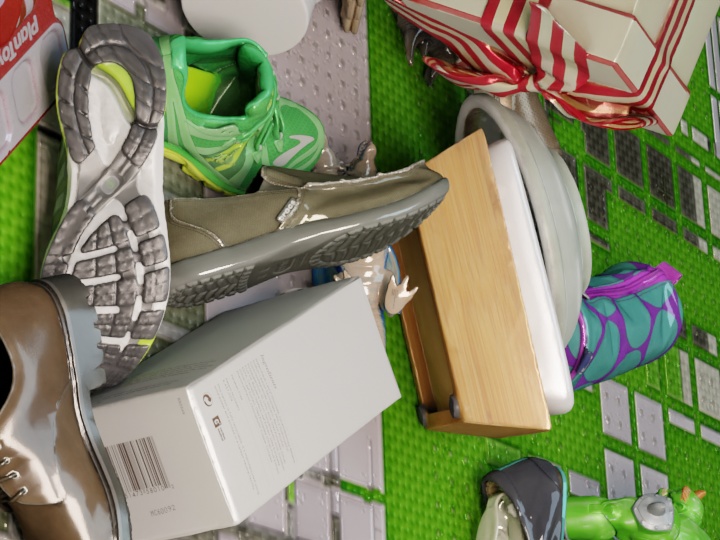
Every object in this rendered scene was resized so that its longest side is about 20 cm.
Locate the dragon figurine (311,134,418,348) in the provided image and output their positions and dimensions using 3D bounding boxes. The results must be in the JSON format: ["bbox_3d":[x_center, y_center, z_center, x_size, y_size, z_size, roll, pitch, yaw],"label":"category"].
[{"bbox_3d":[0.000,0.000,1.416,0.099,0.058,0.202,131,-47,-80],"label":"dragon figurine"}]

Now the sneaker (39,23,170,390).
[{"bbox_3d":[-0.140,-0.033,1.219,0.081,0.073,0.202,148,-52,-83],"label":"sneaker"}]

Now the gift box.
[{"bbox_3d":[0.131,-0.201,1.428,0.200,0.184,0.188,28,83,-60],"label":"gift box"}]

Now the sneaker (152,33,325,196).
[{"bbox_3d":[-0.077,-0.095,1.334,0.200,0.083,0.075,17,63,-55],"label":"sneaker"}]

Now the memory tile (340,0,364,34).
[{"bbox_3d":[0.010,-0.247,1.466,0.200,0.017,0.154,115,-12,-85],"label":"memory tile"}]

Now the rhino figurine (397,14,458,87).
[{"bbox_3d":[0.077,-0.201,1.646,0.088,0.060,0.200,60,36,-18],"label":"rhino figurine"}]

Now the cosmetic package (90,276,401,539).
[{"bbox_3d":[-0.074,0.078,1.246,0.200,0.107,0.085,-30,103,-56],"label":"cosmetic package"}]

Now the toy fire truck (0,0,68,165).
[{"bbox_3d":[-0.211,-0.120,1.127,0.200,0.111,0.169,-62,150,-51],"label":"toy fire truck"}]

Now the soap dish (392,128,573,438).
[{"bbox_3d":[0.072,0.017,1.466,0.157,0.081,0.201,149,-71,-79],"label":"soap dish"}]

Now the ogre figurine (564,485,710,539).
[{"bbox_3d":[0.206,0.215,1.613,0.201,0.119,0.098,57,36,-27],"label":"ogre figurine"}]

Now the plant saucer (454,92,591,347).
[{"bbox_3d":[0.119,-0.029,1.513,0.200,0.050,0.201,166,-90,-79],"label":"plant saucer"}]

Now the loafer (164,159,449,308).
[{"bbox_3d":[-0.038,-0.038,1.318,0.199,0.075,0.070,-16,76,-24],"label":"loafer"}]

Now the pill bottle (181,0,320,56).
[{"bbox_3d":[-0.055,-0.238,1.403,0.111,0.111,0.201,47,41,-37],"label":"pill bottle"}]

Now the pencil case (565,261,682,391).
[{"bbox_3d":[0.176,0.041,1.669,0.085,0.093,0.200,38,22,21],"label":"pencil case"}]

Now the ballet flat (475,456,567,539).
[{"bbox_3d":[0.111,0.231,1.518,0.073,0.073,0.202,11,74,-55],"label":"ballet flat"}]

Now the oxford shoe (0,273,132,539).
[{"bbox_3d":[-0.173,0.106,1.128,0.084,0.072,0.201,-8,81,-41],"label":"oxford shoe"}]

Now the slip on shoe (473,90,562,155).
[{"bbox_3d":[0.121,-0.094,1.616,0.076,0.060,0.202,-2,95,-67],"label":"slip on shoe"}]
